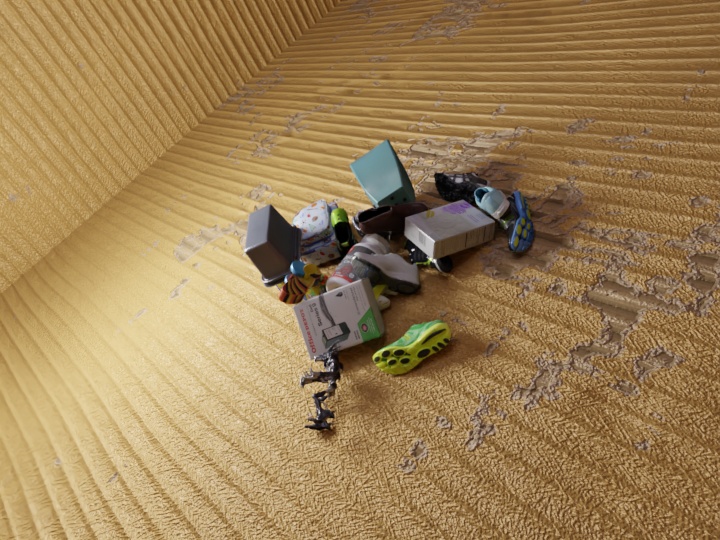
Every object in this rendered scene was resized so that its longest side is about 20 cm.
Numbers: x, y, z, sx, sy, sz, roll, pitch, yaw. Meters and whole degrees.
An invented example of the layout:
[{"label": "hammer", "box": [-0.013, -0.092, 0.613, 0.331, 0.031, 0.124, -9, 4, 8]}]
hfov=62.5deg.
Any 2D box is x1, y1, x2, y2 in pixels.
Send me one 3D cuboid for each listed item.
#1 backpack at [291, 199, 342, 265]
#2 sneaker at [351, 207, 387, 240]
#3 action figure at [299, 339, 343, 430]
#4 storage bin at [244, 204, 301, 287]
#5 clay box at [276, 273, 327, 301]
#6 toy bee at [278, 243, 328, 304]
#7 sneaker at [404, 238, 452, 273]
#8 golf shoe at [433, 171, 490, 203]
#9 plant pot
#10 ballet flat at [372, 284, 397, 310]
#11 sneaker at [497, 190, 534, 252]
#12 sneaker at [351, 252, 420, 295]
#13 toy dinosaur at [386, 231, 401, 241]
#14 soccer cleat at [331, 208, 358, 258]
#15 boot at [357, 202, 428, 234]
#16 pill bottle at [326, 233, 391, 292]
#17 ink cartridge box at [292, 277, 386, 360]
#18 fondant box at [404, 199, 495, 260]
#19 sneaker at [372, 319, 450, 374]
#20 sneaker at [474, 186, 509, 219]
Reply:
[{"label": "backpack", "box": [-0.133, -0.105, 1.821, 0.188, 0.154, 0.203, -30, 38, 19]}, {"label": "sneaker", "box": [0.027, -0.150, 1.771, 0.074, 0.114, 0.203, -26, 38, 16]}, {"label": "action figure", "box": [-0.093, 0.259, 1.382, 0.099, 0.120, 0.205, 8, 60, -2]}, {"label": "storage bin", "box": [-0.263, -0.078, 1.683, 0.143, 0.135, 0.203, -22, 43, 19]}, {"label": "clay box", "box": [-0.163, 0.046, 1.689, 0.197, 0.116, 0.048, 10, 52, 42]}, {"label": "toy bee", "box": [-0.138, 0.016, 1.548, 0.131, 0.106, 0.204, 126, 165, -59]}, {"label": "sneaker", "box": [0.178, -0.034, 1.597, 0.084, 0.071, 0.201, -57, 35, 18]}, {"label": "golf shoe", "box": [0.298, -0.251, 1.744, 0.093, 0.079, 0.199, -27, 35, -24]}, {"label": "plant pot", "box": [0.079, -0.245, 1.725, 0.139, 0.142, 0.202, -31, 41, 8]}, {"label": "ballet flat", "box": [0.061, 0.059, 1.565, 0.066, 0.068, 0.201, 26, 60, 19]}, {"label": "sneaker", "box": [0.395, -0.117, 1.526, 0.082, 0.070, 0.203, -33, 33, 37]}, {"label": "sneaker", "box": [0.065, -0.006, 1.536, 0.075, 0.196, 0.089, -46, 29, 48]}, {"label": "toy dinosaur", "box": [0.115, -0.140, 1.754, 0.101, 0.077, 0.203, -15, 43, 40]}, {"label": "soccer cleat", "box": [-0.043, -0.081, 1.675, 0.066, 0.203, 0.082, -13, 40, 6]}, {"label": "boot", "box": [0.089, -0.144, 1.574, 0.195, 0.074, 0.166, -17, -6, 3]}, {"label": "pill bottle", "box": [0.000, 0.000, 1.620, 0.114, 0.117, 0.201, 5, 45, 38]}, {"label": "ink cartridge box", "box": [-0.053, 0.122, 1.487, 0.196, 0.150, 0.084, -21, -2, 15]}, {"label": "fondant box", "box": [0.233, -0.111, 1.560, 0.196, 0.060, 0.144, -17, 37, -24]}, {"label": "sneaker", "box": [0.123, 0.178, 1.388, 0.196, 0.075, 0.084, -27, 12, 12]}, {"label": "sneaker", "box": [0.339, -0.195, 1.574, 0.074, 0.082, 0.200, -49, 7, 7]}]
